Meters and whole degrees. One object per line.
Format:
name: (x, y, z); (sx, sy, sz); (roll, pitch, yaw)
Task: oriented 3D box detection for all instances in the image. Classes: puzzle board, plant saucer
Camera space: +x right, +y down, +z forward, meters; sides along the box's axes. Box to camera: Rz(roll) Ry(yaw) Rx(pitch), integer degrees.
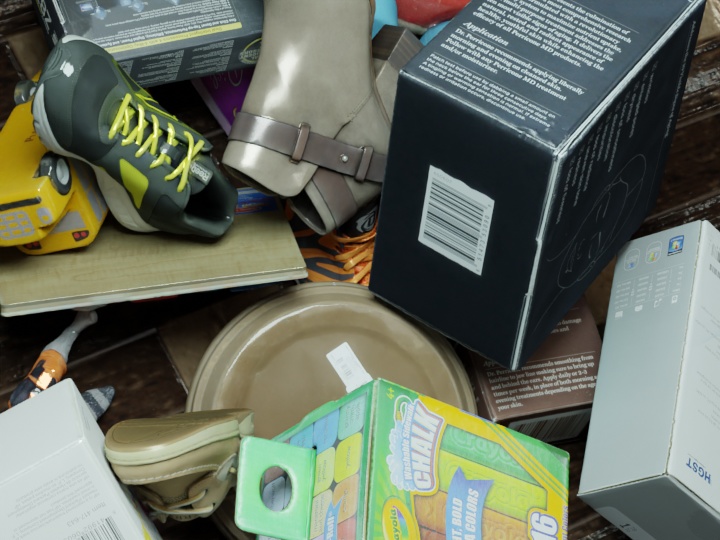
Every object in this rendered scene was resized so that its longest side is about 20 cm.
puzzle board: (-0.144, -0.012, 1.745); (0.199, 0.017, 0.151); (-7, 24, -8)
plant saucer: (-0.017, 0.106, 1.727); (0.199, 0.029, 0.201); (1, 83, -9)

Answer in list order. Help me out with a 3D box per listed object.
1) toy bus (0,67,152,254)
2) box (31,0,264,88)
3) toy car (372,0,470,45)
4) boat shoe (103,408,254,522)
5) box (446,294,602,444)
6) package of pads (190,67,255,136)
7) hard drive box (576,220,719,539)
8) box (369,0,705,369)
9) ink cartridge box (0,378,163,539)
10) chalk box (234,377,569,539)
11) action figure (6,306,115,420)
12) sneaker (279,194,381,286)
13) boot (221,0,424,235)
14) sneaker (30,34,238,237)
toy bus: (-0.200, -0.077, 1.751); (0.065, 0.079, 0.200); (-10, 32, 19)
box: (-0.125, -0.208, 1.763); (0.199, 0.049, 0.162); (-14, 64, -22)
toy car: (0.070, -0.262, 1.881); (0.176, 0.200, 0.185); (19, 52, -30)
boat shoe: (-0.103, 0.121, 1.599); (0.071, 0.200, 0.065); (-3, 90, 14)
box: (0.098, 0.024, 1.823); (0.100, 0.075, 0.201); (-8, 66, -19)
package of pads: (-0.093, -0.191, 1.862); (0.075, 0.121, 0.200); (-23, 69, -31)
hard drive box: (0.234, 0.094, 1.775); (0.156, 0.077, 0.201); (39, 49, -35)
box: (0.114, -0.082, 1.697); (0.124, 0.201, 0.197); (29, 49, 20)
ink cartridge box: (-0.178, 0.193, 1.568); (0.128, 0.125, 0.201); (-28, 108, -2)
chalk box: (0.015, 0.153, 1.606); (0.199, 0.124, 0.125); (22, 56, -29)
action figure: (-0.204, 0.147, 1.680); (0.193, 0.104, 0.201); (-37, 105, -23)
sneaker: (0.000, 0.000, 1.785); (0.077, 0.112, 0.200); (-26, 71, -26)
boot: (-0.044, -0.125, 1.699); (0.200, 0.070, 0.147); (39, 78, -22)
sneaker: (-0.138, -0.085, 1.674); (0.084, 0.200, 0.075); (13, 70, 28)
